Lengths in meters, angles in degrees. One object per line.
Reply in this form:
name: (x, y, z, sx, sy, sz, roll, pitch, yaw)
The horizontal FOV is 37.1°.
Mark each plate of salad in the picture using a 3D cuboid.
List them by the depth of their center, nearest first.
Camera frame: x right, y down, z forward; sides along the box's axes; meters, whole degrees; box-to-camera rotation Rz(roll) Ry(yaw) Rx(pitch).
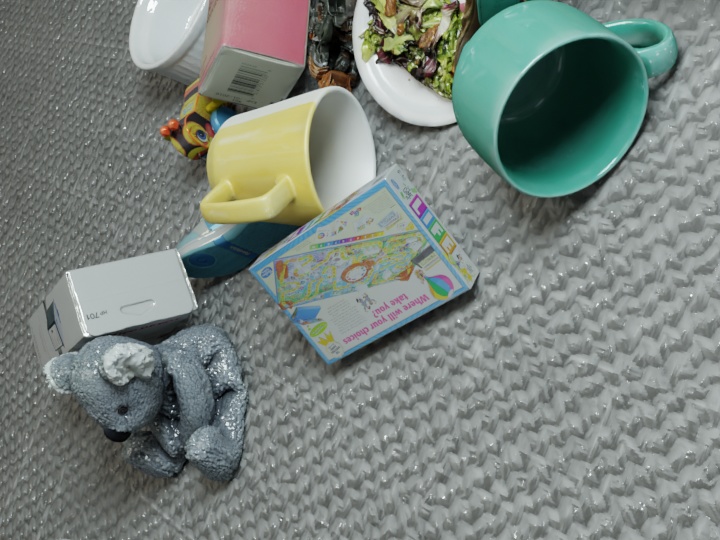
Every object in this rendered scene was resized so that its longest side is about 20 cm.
plate of salad: (0.071, -0.252, 1.112, 0.198, 0.048, 0.202, 4, 98, 32)

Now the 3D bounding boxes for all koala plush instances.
koala plush: (-0.247, 0.131, 1.223, 0.176, 0.199, 0.186, -10, 65, 46)

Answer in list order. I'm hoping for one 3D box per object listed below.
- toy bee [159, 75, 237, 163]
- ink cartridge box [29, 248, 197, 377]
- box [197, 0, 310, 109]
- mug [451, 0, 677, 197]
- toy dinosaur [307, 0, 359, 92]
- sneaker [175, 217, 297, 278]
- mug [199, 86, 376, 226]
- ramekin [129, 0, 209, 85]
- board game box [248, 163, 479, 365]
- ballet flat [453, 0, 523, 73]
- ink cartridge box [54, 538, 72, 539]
toy bee: (-0.207, -0.191, 1.400, 0.131, 0.108, 0.201, -46, 44, 21)
ink cartridge box: (-0.307, 0.055, 1.317, 0.200, 0.145, 0.087, -36, 71, 55)
box: (-0.130, -0.322, 1.344, 0.128, 0.108, 0.202, 138, 139, -60)
mug: (0.171, -0.157, 0.946, 0.115, 0.183, 0.153, 53, 137, 49)
toy dinosaur: (-0.019, -0.258, 1.250, 0.201, 0.101, 0.136, 61, 140, 30)
sneaker: (-0.156, -0.079, 1.316, 0.199, 0.079, 0.132, -27, 56, 26)
mug: (-0.091, -0.117, 1.144, 0.152, 0.186, 0.151, -2, 86, 29)
ramekin: (-0.232, -0.358, 1.512, 0.199, 0.097, 0.202, -24, 55, 40)
board game box: (0.000, 0.000, 1.064, 0.199, 0.135, 0.034, -30, 14, 35)
ballet flat: (0.120, -0.242, 1.001, 0.067, 0.200, 0.073, -2, 66, 3)
ink cartridge box: (-0.399, 0.423, 1.348, 0.199, 0.084, 0.148, -18, 60, 43)
